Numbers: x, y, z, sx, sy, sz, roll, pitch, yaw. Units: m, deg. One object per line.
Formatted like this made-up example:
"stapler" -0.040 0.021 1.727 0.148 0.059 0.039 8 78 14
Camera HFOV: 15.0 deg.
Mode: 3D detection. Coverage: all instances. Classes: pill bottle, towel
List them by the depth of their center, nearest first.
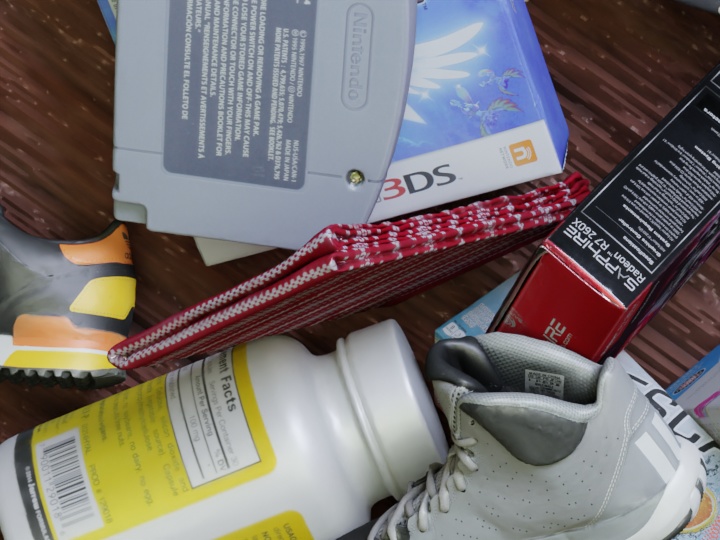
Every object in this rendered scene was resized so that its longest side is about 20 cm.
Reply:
"towel" 0.000 0.000 1.208 0.144 0.199 0.023 -26 82 39
"pill bottle" -0.062 0.096 1.275 0.199 0.111 0.112 -21 96 5

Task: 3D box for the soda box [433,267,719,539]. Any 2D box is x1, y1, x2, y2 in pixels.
"soda box" 0.118 0.091 1.249 0.063 0.069 0.200 -34 63 -20

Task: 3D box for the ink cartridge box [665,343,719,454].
"ink cartridge box" 0.216 0.052 1.218 0.115 0.200 0.068 -38 95 -13

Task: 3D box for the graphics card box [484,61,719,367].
"graphics card box" 0.137 -0.027 1.214 0.051 0.126 0.200 40 58 9

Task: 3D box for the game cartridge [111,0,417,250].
"game cartridge" -0.042 -0.105 1.205 0.132 0.042 0.201 6 118 2

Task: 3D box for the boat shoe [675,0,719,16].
"boat shoe" 0.188 -0.138 1.268 0.199 0.074 0.060 19 124 -25

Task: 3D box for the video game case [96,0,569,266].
"video game case" -0.020 -0.116 1.241 0.180 0.046 0.201 -15 114 15

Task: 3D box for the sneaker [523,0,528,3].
"sneaker" 0.051 -0.198 1.269 0.108 0.070 0.201 25 98 -4

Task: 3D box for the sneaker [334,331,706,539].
"sneaker" 0.039 0.082 1.175 0.199 0.075 0.116 -22 120 23

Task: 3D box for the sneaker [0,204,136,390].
"sneaker" -0.204 0.001 1.298 0.199 0.070 0.091 9 81 -1
